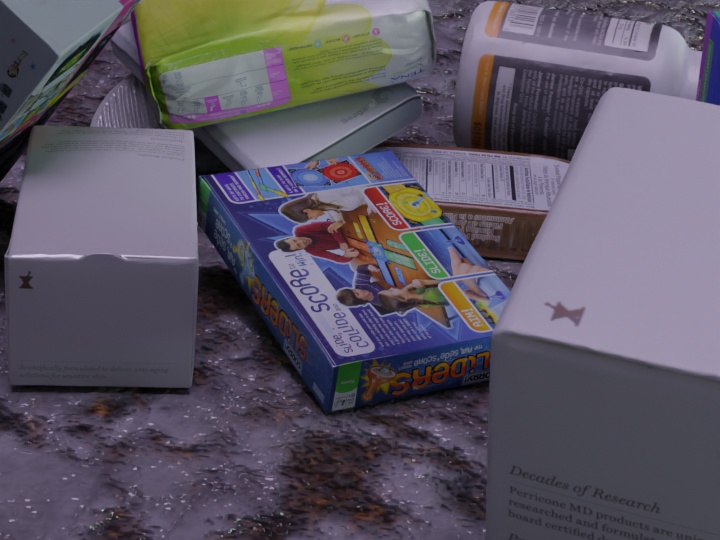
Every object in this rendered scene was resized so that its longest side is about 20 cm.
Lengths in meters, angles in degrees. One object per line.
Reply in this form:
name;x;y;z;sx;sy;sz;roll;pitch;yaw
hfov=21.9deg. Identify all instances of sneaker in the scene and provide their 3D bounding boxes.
sneaker;-0.108;-0.122;1.363;0.200;0.082;0.074;-36;54;-23

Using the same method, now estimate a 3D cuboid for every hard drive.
hard drive;-0.068;-0.137;1.298;0.132;0.026;0.200;-32;52;-19

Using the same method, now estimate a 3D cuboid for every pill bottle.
pill bottle;0.173;-0.127;1.350;0.199;0.117;0.116;10;26;10

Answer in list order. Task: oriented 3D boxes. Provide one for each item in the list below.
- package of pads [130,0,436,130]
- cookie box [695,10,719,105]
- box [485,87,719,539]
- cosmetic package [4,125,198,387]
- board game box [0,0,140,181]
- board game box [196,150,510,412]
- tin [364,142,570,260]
package of pads;-0.057;-0.180;1.271;0.199;0.068;0.155;-13;48;-3
cookie box;0.317;-0.075;1.199;0.199;0.172;0.075;1;23;-8
box;0.177;0.049;0.863;0.199;0.172;0.199;12;41;17
cosmetic package;-0.149;-0.014;1.094;0.107;0.085;0.200;2;26;-5
board game box;-0.230;-0.107;1.147;0.064;0.200;0.148;42;29;-4
board game box;0.000;0.000;1.107;0.135;0.035;0.200;-9;38;-24
tin;0.072;-0.048;1.260;0.199;0.042;0.112;5;29;0
